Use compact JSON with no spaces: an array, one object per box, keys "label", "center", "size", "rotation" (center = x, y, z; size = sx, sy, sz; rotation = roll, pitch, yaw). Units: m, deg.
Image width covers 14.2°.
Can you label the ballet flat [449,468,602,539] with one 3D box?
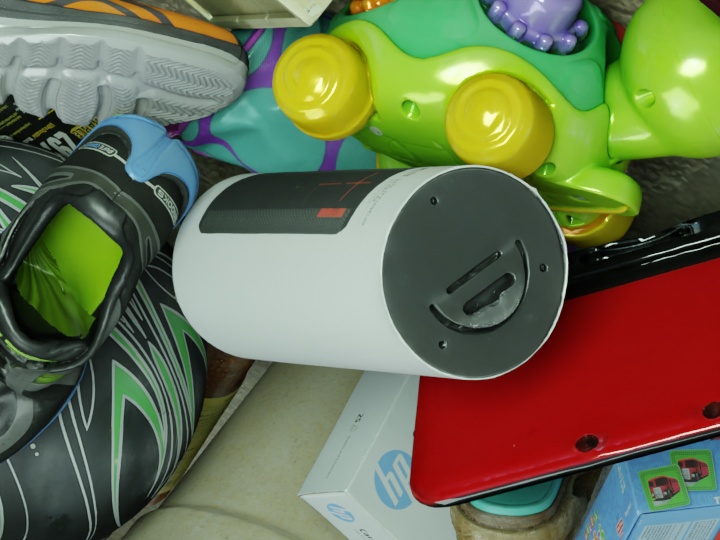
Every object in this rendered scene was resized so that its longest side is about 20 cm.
[{"label":"ballet flat","center":[0.084,0.089,1.299],"size":[0.067,0.200,0.073],"rotation":[7,118,11]}]

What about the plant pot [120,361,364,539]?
[{"label":"plant pot","center":[-0.011,0.129,1.476],"size":[0.200,0.184,0.201],"rotation":[24,152,13]}]

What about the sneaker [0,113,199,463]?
[{"label":"sneaker","center":[-0.139,0.016,1.219],"size":[0.071,0.083,0.200],"rotation":[38,128,0]}]

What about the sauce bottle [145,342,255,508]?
[{"label":"sauce bottle","center":[-0.087,0.044,1.492],"size":[0.066,0.066,0.200],"rotation":[32,131,-5]}]

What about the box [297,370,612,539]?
[{"label":"box","center":[0.079,0.103,1.376],"size":[0.200,0.156,0.041],"rotation":[44,149,-24]}]

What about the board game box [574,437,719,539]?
[{"label":"board game box","center":[0.199,0.110,1.282],"size":[0.199,0.037,0.151],"rotation":[-5,154,-11]}]

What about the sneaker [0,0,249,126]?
[{"label":"sneaker","center":[-0.140,-0.129,1.195],"size":[0.199,0.113,0.078],"rotation":[10,153,-12]}]

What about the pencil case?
[{"label":"pencil case","center":[0.013,-0.036,1.279],"size":[0.200,0.085,0.092],"rotation":[39,116,-14]}]

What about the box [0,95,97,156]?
[{"label":"box","center":[-0.189,-0.103,1.409],"size":[0.159,0.049,0.200],"rotation":[36,152,-17]}]

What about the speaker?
[{"label":"speaker","center":[0.000,0.000,1.139],"size":[0.081,0.081,0.200],"rotation":[41,164,-21]}]

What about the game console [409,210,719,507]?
[{"label":"game console","center":[0.131,0.046,1.154],"size":[0.199,0.119,0.172],"rotation":[-15,152,15]}]

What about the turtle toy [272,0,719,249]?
[{"label":"turtle toy","center":[0.069,-0.075,1.141],"size":[0.199,0.102,0.146],"rotation":[14,172,25]}]

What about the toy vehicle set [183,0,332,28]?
[{"label":"toy vehicle set","center":[-0.080,-0.146,1.162],"size":[0.124,0.027,0.200],"rotation":[39,176,-13]}]

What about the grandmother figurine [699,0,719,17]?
[{"label":"grandmother figurine","center":[0.136,-0.134,1.033],"size":[0.200,0.060,0.122],"rotation":[1,114,48]}]

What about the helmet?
[{"label":"helmet","center":[-0.169,0.037,1.379],"size":[0.200,0.200,0.191],"rotation":[33,139,-6]}]
